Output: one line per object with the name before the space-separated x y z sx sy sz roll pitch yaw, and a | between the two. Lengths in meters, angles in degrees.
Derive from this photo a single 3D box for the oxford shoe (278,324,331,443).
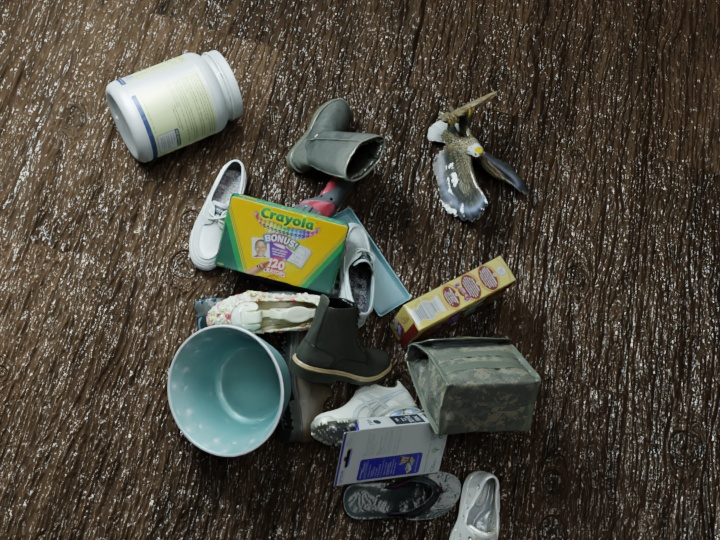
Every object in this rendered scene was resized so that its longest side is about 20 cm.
oxford shoe | -0.093 0.182 1.439 0.084 0.073 0.200 4 72 -26

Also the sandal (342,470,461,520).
sandal | 0.072 0.367 1.407 0.200 0.048 0.075 -5 73 -14

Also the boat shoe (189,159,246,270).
boat shoe | -0.239 -0.098 1.502 0.072 0.069 0.200 23 68 -2

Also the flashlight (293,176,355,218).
flashlight | -0.055 -0.143 1.551 0.068 0.068 0.200 49 55 -28

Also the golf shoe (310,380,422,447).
golf shoe | 0.000 0.227 1.425 0.200 0.078 0.097 0 51 -33

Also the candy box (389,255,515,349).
candy box | 0.156 0.055 1.499 0.200 0.117 0.057 -28 78 -18

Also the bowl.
bowl | -0.189 0.181 1.369 0.201 0.105 0.201 0 91 20

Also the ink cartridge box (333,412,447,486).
ink cartridge box | 0.044 0.279 1.382 0.200 0.039 0.100 1 111 -32

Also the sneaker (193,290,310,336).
sneaker | -0.173 0.078 1.461 0.200 0.073 0.082 -8 90 -8

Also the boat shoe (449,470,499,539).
boat shoe | 0.185 0.420 1.395 0.071 0.069 0.200 10 76 -10

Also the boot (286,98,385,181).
boot | -0.027 -0.230 1.522 0.073 0.200 0.182 40 72 -28

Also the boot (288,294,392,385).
boot | -0.007 0.108 1.402 0.200 0.138 0.077 2 26 -47

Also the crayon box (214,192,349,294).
crayon box | -0.129 -0.045 1.450 0.200 0.058 0.119 14 99 -6

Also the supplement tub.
supplement tub | -0.319 -0.287 1.513 0.200 0.145 0.145 -26 78 -19

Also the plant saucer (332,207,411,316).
plant saucer | 0.006 -0.014 1.548 0.070 0.019 0.200 -30 80 -19

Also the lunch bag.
lunch bag | 0.177 0.169 1.431 0.164 0.200 0.118 1 114 -15

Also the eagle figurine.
eagle figurine | 0.207 -0.205 1.614 0.152 0.151 0.200 -15 107 24

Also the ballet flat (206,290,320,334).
ballet flat | -0.145 0.068 1.398 0.200 0.064 0.076 -7 95 -10

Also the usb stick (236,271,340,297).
usb stick | -0.114 0.009 1.507 0.200 0.033 0.056 15 68 -6

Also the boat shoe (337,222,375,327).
boat shoe | -0.001 0.000 1.481 0.070 0.072 0.201 14 59 -24
